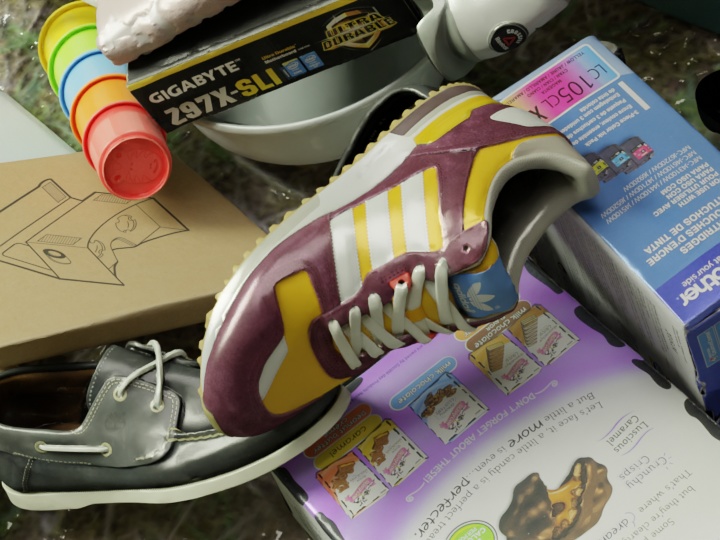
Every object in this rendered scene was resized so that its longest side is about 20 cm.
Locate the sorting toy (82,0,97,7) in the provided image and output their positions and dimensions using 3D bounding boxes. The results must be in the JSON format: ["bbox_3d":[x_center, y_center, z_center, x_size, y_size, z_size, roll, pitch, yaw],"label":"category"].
[{"bbox_3d":[-0.172,-0.212,1.051,0.199,0.107,0.180,2,42,17],"label":"sorting toy"}]

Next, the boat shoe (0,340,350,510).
[{"bbox_3d":[-0.101,0.068,0.800,0.199,0.068,0.072,-10,28,25],"label":"boat shoe"}]

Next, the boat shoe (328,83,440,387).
[{"bbox_3d":[-0.002,-0.001,0.842,0.074,0.063,0.202,34,102,32],"label":"boat shoe"}]

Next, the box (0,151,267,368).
[{"bbox_3d":[-0.151,-0.014,0.893,0.199,0.021,0.163,-12,37,-38],"label":"box"}]

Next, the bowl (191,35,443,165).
[{"bbox_3d":[-0.026,-0.131,0.978,0.200,0.091,0.202,-8,53,10],"label":"bowl"}]

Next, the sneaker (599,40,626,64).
[{"bbox_3d":[0.064,-0.064,0.914,0.093,0.070,0.200,30,70,27],"label":"sneaker"}]

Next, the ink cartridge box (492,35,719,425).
[{"bbox_3d":[0.152,0.001,0.798,0.076,0.137,0.200,-34,52,-3],"label":"ink cartridge box"}]

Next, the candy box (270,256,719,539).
[{"bbox_3d":[0.080,0.113,0.776,0.167,0.072,0.200,-36,52,-12],"label":"candy box"}]

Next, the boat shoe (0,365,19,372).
[{"bbox_3d":[-0.209,0.078,0.893,0.069,0.074,0.201,4,52,0],"label":"boat shoe"}]

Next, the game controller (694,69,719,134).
[{"bbox_3d":[0.268,-0.057,0.855,0.104,0.042,0.200,-14,40,-42],"label":"game controller"}]

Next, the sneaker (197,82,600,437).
[{"bbox_3d":[0.016,0.004,0.727,0.090,0.075,0.200,32,75,38],"label":"sneaker"}]

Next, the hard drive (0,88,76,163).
[{"bbox_3d":[-0.222,-0.051,0.975,0.132,0.027,0.200,-16,42,-41],"label":"hard drive"}]

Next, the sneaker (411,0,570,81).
[{"bbox_3d":[0.063,-0.199,0.862,0.088,0.074,0.201,-22,64,22],"label":"sneaker"}]

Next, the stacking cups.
[{"bbox_3d":[-0.141,-0.098,0.968,0.060,0.061,0.200,-28,33,-6],"label":"stacking cups"}]

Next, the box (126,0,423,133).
[{"bbox_3d":[-0.049,-0.187,0.919,0.159,0.049,0.201,-18,51,18],"label":"box"}]

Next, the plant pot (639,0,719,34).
[{"bbox_3d":[0.223,-0.223,0.950,0.199,0.142,0.142,15,59,31],"label":"plant pot"}]

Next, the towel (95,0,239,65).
[{"bbox_3d":[-0.057,-0.220,0.882,0.199,0.032,0.192,-27,48,24],"label":"towel"}]
